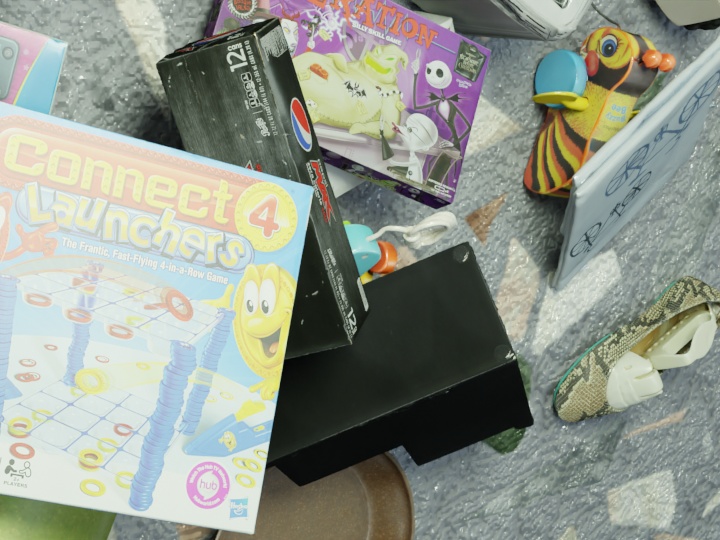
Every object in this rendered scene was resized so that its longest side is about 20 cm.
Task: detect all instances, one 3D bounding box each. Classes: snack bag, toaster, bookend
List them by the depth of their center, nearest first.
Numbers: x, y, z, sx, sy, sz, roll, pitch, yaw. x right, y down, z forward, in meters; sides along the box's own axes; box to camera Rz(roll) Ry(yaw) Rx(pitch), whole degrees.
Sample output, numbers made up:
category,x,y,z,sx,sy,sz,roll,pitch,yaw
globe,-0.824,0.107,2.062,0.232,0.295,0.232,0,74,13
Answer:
category,x,y,z,sx,sy,sz,roll,pitch,yaw
toaster,0.085,-0.241,1.000,0.199,0.129,0.115,32,83,-40
bookend,0.016,0.087,1.042,0.197,0.093,0.200,-23,159,3
snack bag,0.226,-0.085,1.162,0.188,0.021,0.200,-44,162,-14

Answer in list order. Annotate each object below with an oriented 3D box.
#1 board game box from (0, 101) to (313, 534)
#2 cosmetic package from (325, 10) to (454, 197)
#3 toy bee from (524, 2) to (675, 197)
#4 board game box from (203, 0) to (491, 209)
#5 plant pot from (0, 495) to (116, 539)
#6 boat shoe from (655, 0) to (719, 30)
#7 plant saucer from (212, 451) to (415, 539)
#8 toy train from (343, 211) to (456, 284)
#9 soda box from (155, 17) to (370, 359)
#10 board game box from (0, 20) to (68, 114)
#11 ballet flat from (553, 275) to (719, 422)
category,x,y,z,sx,sy,sz,roll,pitch,yaw
board game box,-0.139,0.029,0.774,0.198,0.056,0.198,13,81,-23
cosmetic package,-0.012,-0.107,1.017,0.199,0.050,0.083,-32,120,-26
toy bee,0.191,-0.150,1.128,0.130,0.108,0.202,-19,116,-32
board game box,-0.011,-0.133,0.966,0.198,0.032,0.121,21,70,-22
plant pot,-0.219,0.124,0.853,0.200,0.199,0.186,43,65,-38
boat shoe,0.248,-0.295,1.162,0.200,0.074,0.093,47,55,-35
plant saucer,-0.044,0.218,1.105,0.199,0.037,0.203,-13,112,-34
toy train,0.000,0.000,1.027,0.149,0.056,0.201,-18,157,-12
soda box,-0.058,-0.048,0.885,0.063,0.070,0.202,-56,131,-68
board game box,-0.278,-0.085,0.779,0.198,0.064,0.149,13,93,-31
ballet flat,0.262,0.074,1.276,0.199,0.075,0.068,-36,124,-24
